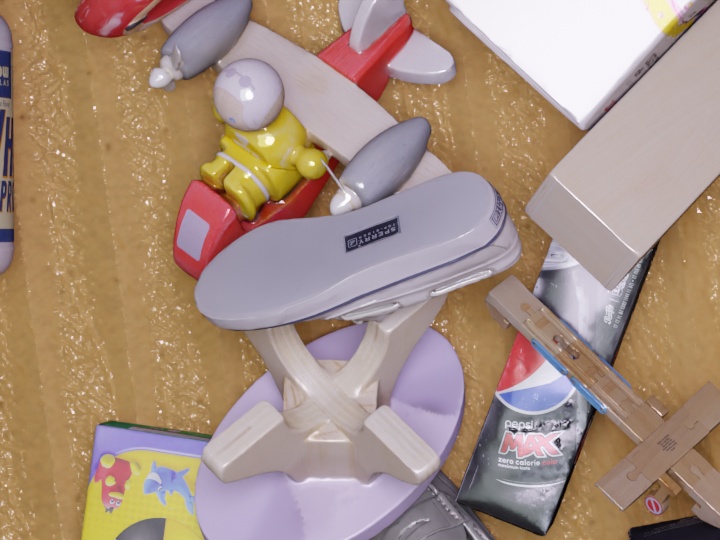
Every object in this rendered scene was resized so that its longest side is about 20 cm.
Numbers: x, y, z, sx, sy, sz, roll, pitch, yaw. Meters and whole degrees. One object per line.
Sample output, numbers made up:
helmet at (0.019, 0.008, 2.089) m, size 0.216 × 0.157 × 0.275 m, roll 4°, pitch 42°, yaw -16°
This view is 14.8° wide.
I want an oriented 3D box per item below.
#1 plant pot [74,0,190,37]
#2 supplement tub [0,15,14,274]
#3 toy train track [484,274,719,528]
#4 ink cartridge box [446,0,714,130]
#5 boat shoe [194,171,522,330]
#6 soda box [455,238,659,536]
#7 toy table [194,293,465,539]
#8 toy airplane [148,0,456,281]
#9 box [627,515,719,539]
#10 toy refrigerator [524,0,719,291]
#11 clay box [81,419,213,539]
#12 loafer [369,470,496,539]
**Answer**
plant pot at (-0.145, -0.257, 1.716) m, size 0.200 × 0.200 × 0.183 m, roll -35°, pitch 92°, yaw 7°
supplement tub at (-0.293, -0.096, 1.763) m, size 0.144 × 0.145 × 0.201 m, roll 0°, pitch 91°, yaw 8°
toy train track at (0.151, 0.084, 1.684) m, size 0.200 × 0.033 × 0.115 m, roll 45°, pitch 56°, yaw 13°
ink cartridge box at (0.154, -0.204, 1.698) m, size 0.145 × 0.147 × 0.200 m, roll 43°, pitch 96°, yaw 5°
boat shoe at (0.000, 0.000, 1.652) m, size 0.199 × 0.066 × 0.072 m, roll -21°, pitch 47°, yaw 15°
soda box at (0.125, 0.062, 1.746) m, size 0.063 × 0.071 × 0.201 m, roll 20°, pitch 93°, yaw 8°
toy table at (-0.019, 0.088, 1.708) m, size 0.183 × 0.117 × 0.200 m, roll 32°, pitch 67°, yaw 19°
toy airplane at (-0.038, -0.103, 1.728) m, size 0.199 × 0.141 × 0.200 m, roll -13°, pitch 68°, yaw 23°
box at (0.227, 0.255, 1.680) m, size 0.103 × 0.182 × 0.201 m, roll -10°, pitch 90°, yaw 8°
toy refrigerator at (0.195, -0.086, 1.696) m, size 0.076 × 0.070 × 0.200 m, roll 42°, pitch 67°, yaw 5°
clay box at (-0.126, 0.205, 1.796) m, size 0.114 × 0.048 × 0.201 m, roll 7°, pitch 91°, yaw 8°
loafer at (0.048, 0.175, 1.759) m, size 0.200 × 0.070 × 0.070 m, roll 41°, pitch 96°, yaw 6°
